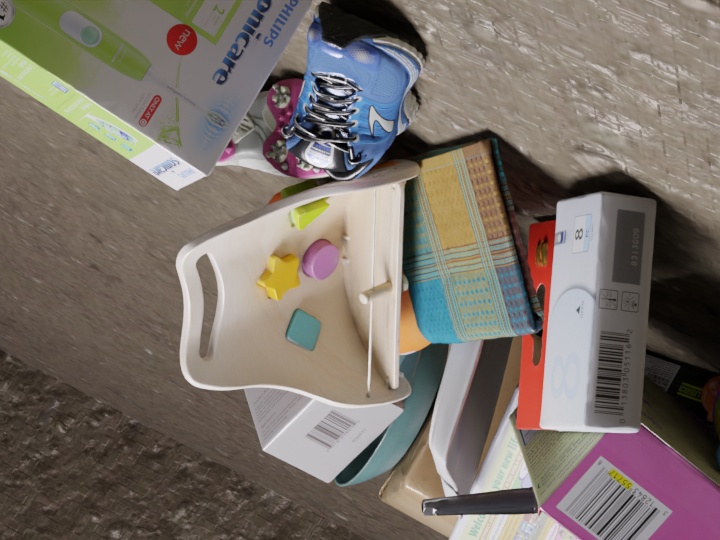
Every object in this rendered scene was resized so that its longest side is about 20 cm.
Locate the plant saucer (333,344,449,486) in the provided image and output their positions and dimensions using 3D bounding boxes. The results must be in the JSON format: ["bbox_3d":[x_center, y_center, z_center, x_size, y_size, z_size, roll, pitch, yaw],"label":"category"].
[{"bbox_3d":[0.033,0.108,1.980,0.036,0.200,0.200,24,168,-11],"label":"plant saucer"}]

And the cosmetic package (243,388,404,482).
[{"bbox_3d":[-0.046,0.073,1.936,0.085,0.108,0.200,30,-154,-34],"label":"cosmetic package"}]

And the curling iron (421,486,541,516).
[{"bbox_3d":[0.147,0.192,1.738,0.200,0.050,0.026,5,179,-13],"label":"curling iron"}]

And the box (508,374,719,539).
[{"bbox_3d":[0.215,0.157,1.630,0.176,0.097,0.200,38,-169,-12],"label":"box"}]

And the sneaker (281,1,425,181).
[{"bbox_3d":[-0.006,-0.112,1.485,0.079,0.089,0.200,25,166,14],"label":"sneaker"}]

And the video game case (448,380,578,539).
[{"bbox_3d":[0.182,0.203,1.822,0.182,0.022,0.200,27,128,9],"label":"video game case"}]

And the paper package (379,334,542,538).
[{"bbox_3d":[0.148,0.166,1.957,0.200,0.191,0.103,29,167,-5],"label":"paper package"}]

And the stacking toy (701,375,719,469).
[{"bbox_3d":[0.304,0.110,1.658,0.110,0.116,0.200,32,178,-14],"label":"stacking toy"}]

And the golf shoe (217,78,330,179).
[{"bbox_3d":[-0.046,-0.105,1.676,0.091,0.075,0.200,11,-179,-43],"label":"golf shoe"}]

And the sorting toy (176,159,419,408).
[{"bbox_3d":[-0.056,0.012,1.661,0.107,0.180,0.200,36,133,47],"label":"sorting toy"}]

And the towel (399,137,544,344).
[{"bbox_3d":[0.073,-0.019,1.623,0.200,0.022,0.147,-11,95,68],"label":"towel"}]

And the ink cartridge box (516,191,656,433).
[{"bbox_3d":[0.140,0.033,1.551,0.047,0.160,0.200,6,174,-21],"label":"ink cartridge box"}]

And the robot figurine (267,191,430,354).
[{"bbox_3d":[-0.001,0.000,1.824,0.200,0.117,0.144,22,121,30],"label":"robot figurine"}]

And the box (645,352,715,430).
[{"bbox_3d":[0.330,0.151,1.829,0.200,0.048,0.193,20,160,40],"label":"box"}]

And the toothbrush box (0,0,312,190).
[{"bbox_3d":[-0.159,-0.170,1.473,0.200,0.146,0.086,34,165,-14],"label":"toothbrush box"}]

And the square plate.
[{"bbox_3d":[0.091,0.084,1.760,0.028,0.198,0.200,14,164,11],"label":"square plate"}]
